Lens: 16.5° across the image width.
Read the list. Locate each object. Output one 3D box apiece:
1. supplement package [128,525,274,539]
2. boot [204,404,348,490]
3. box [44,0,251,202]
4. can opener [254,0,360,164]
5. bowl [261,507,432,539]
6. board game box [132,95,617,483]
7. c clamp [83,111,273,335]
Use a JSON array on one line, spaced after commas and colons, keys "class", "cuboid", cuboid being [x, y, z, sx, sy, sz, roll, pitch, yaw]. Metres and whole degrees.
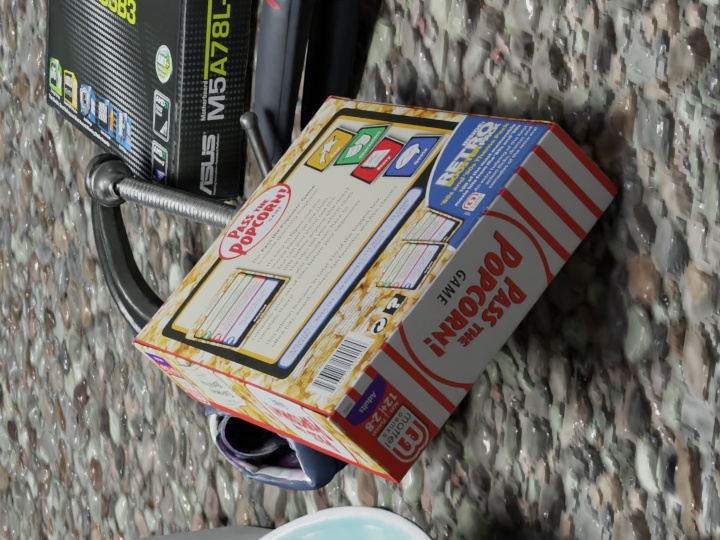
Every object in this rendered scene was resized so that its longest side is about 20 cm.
[{"class": "supplement package", "cuboid": [-0.091, 0.239, 1.281, 0.120, 0.121, 0.200, 169, 94, -70]}, {"class": "boot", "cuboid": [-0.048, 0.048, 1.170, 0.200, 0.090, 0.073, 10, 128, 55]}, {"class": "box", "cuboid": [-0.119, -0.157, 1.358, 0.200, 0.047, 0.193, 38, 131, 54]}, {"class": "can opener", "cuboid": [-0.020, -0.130, 1.148, 0.079, 0.063, 0.200, 60, 144, 39]}, {"class": "bowl", "cuboid": [-0.003, 0.215, 1.065, 0.201, 0.105, 0.201, -30, 39, 27]}, {"class": "board game box", "cuboid": [0.000, 0.000, 1.054, 0.152, 0.046, 0.200, -52, 26, -12]}, {"class": "c clamp", "cuboid": [-0.084, -0.014, 1.280, 0.200, 0.027, 0.171, 10, 127, 49]}]
